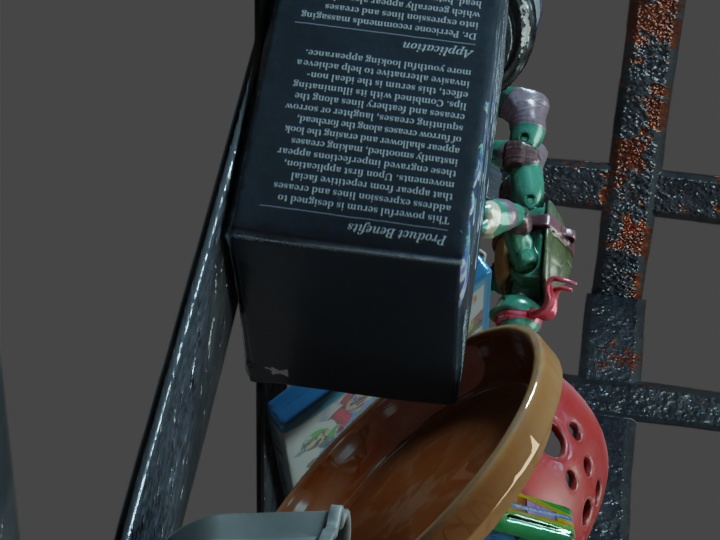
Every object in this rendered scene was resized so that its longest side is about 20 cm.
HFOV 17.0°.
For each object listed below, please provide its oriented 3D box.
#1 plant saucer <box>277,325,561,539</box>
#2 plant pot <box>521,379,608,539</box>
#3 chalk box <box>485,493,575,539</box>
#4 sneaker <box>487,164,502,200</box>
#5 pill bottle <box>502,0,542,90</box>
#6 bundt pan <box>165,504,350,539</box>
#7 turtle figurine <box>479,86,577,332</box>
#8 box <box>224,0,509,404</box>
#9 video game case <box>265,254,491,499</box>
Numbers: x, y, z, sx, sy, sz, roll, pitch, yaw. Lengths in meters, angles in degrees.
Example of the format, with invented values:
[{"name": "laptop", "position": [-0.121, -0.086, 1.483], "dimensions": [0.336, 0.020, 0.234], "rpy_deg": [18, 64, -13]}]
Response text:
[{"name": "plant saucer", "position": [0.022, 0.109, 1.174], "dimensions": [0.200, 0.032, 0.200], "rpy_deg": [-42, -165, 13]}, {"name": "plant pot", "position": [0.083, 0.190, 1.899], "dimensions": [0.183, 0.199, 0.201], "rpy_deg": [-62, 159, -54]}, {"name": "chalk box", "position": [0.059, 0.196, 1.453], "dimensions": [0.200, 0.123, 0.125], "rpy_deg": [-14, 119, -86]}, {"name": "sneaker", "position": [0.048, -0.128, 1.850], "dimensions": [0.070, 0.082, 0.201], "rpy_deg": [30, 42, -47]}, {"name": "pill bottle", "position": [0.066, -0.172, 1.640], "dimensions": [0.200, 0.111, 0.112], "rpy_deg": [-64, 160, -75]}, {"name": "bundt pan", "position": [-0.054, 0.184, 0.907], "dimensions": [0.202, 0.075, 0.203], "rpy_deg": [6, 90, -86]}, {"name": "turtle figurine", "position": [0.099, -0.020, 1.665], "dimensions": [0.150, 0.100, 0.201], "rpy_deg": [118, -16, -57]}, {"name": "box", "position": [0.008, -0.062, 1.130], "dimensions": [0.149, 0.106, 0.201], "rpy_deg": [89, 10, -63]}, {"name": "video game case", "position": [0.013, 0.074, 1.357], "dimensions": [0.143, 0.018, 0.200], "rpy_deg": [-36, 160, -12]}]
